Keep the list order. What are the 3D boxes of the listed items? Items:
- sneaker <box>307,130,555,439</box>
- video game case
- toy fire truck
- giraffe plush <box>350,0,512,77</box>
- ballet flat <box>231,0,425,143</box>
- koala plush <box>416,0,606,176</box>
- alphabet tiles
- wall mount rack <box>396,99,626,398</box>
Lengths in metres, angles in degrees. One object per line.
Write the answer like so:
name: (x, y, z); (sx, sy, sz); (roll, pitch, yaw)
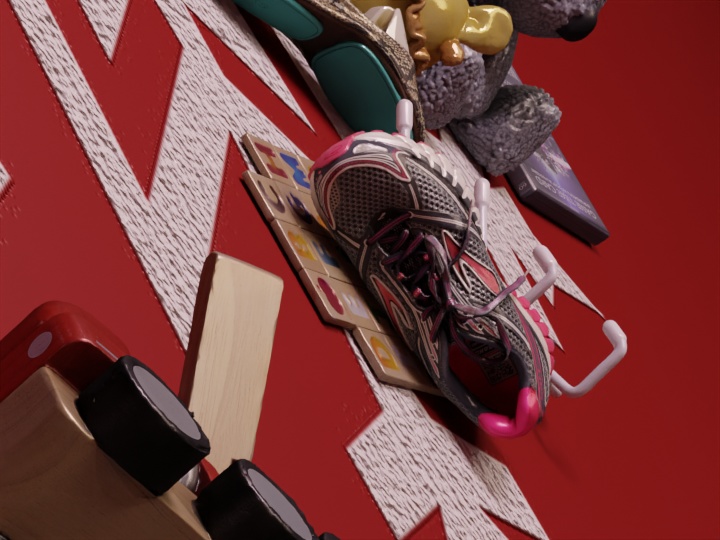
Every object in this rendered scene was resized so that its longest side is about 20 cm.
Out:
sneaker: (0.046, 0.006, 1.582); (0.200, 0.081, 0.075); (50, 18, -16)
video game case: (0.116, -0.118, 2.193); (0.143, 0.019, 0.200); (27, 32, -59)
toy fire truck: (-0.077, 0.065, 1.074); (0.176, 0.129, 0.200); (44, 7, -32)
giraffe plush: (0.022, -0.204, 1.875); (0.200, 0.172, 0.162); (-6, 77, -75)
ballet flat: (-0.016, -0.159, 1.771); (0.200, 0.068, 0.075); (44, 56, -27)
koala plush: (0.106, -0.207, 2.007); (0.177, 0.200, 0.184); (26, 31, -59)
alphabet tiles: (0.000, 0.000, 1.619); (0.166, 0.006, 0.200); (60, 17, 20)
wall mount rack: (0.077, -0.008, 1.729); (0.174, 0.075, 0.200); (46, 1, 37)
